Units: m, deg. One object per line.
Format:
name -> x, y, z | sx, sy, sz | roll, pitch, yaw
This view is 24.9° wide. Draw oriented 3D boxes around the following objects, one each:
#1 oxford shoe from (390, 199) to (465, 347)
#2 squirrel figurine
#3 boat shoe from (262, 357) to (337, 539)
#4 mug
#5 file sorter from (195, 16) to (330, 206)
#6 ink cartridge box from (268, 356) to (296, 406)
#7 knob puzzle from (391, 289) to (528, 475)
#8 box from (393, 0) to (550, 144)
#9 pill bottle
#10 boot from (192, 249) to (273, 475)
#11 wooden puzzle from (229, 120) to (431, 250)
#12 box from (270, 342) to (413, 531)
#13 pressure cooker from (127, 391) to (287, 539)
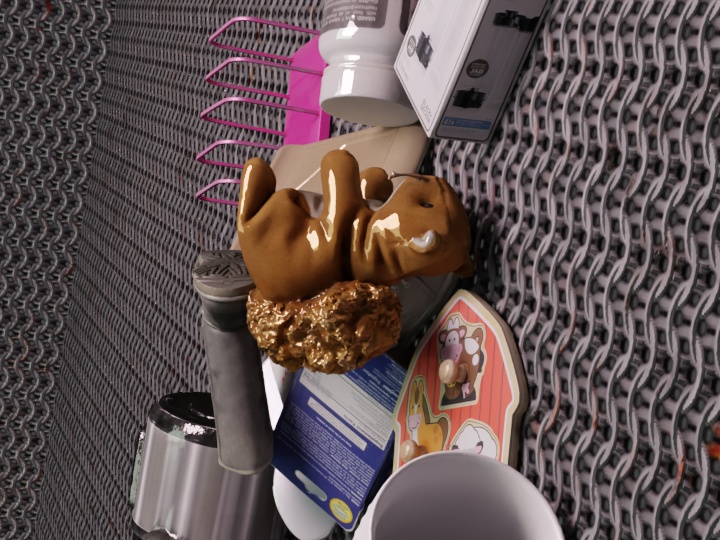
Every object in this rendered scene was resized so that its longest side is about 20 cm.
oxford shoe -> 0.042, 0.008, 1.468 | 0.200, 0.058, 0.075 | 123, 151, -47
squirrel figurine -> 0.000, 0.000, 1.377 | 0.142, 0.186, 0.201 | 45, -129, -61
boat shoe -> -0.059, 0.185, 1.679 | 0.068, 0.072, 0.201 | 55, -163, -67
mug -> 0.031, 0.239, 1.198 | 0.176, 0.199, 0.148 | 113, 151, -52
file sorter -> -0.113, -0.176, 1.876 | 0.139, 0.125, 0.201 | 162, 115, -68
ink cartridge box -> -0.039, 0.030, 1.645 | 0.200, 0.084, 0.145 | -113, 37, -56
knob puzzle -> 0.071, 0.112, 1.344 | 0.220, 0.030, 0.220 | -36, 48, 54
box -> 0.100, -0.221, 1.373 | 0.117, 0.060, 0.200 | -113, 35, -48
pill bottle -> 0.022, -0.242, 1.519 | 0.114, 0.113, 0.201 | 162, 119, -69
boot -> -0.115, 0.090, 1.494 | 0.182, 0.072, 0.201 | -103, 14, -81
wooden puzzle -> -0.032, -0.055, 1.564 | 0.200, 0.037, 0.185 | -5, 53, 45
box -> -0.014, 0.135, 1.515 | 0.121, 0.032, 0.200 | 38, 127, 22
pressure cooker -> -0.160, 0.246, 1.773 | 0.179, 0.175, 0.201 | -147, 66, -67
